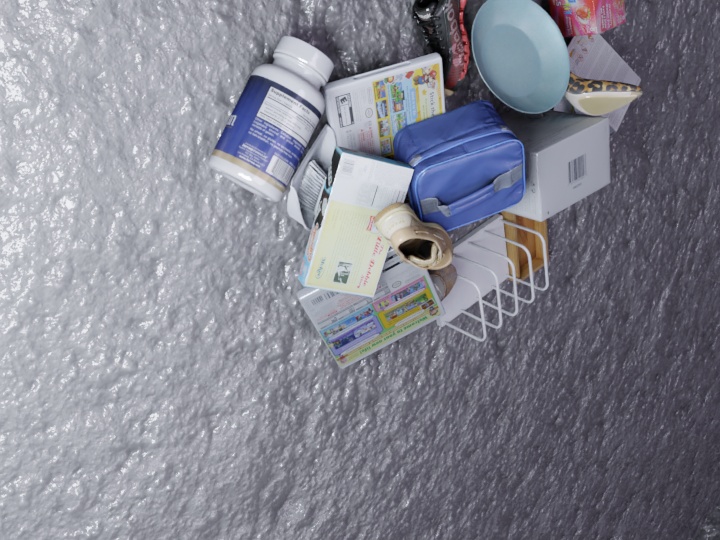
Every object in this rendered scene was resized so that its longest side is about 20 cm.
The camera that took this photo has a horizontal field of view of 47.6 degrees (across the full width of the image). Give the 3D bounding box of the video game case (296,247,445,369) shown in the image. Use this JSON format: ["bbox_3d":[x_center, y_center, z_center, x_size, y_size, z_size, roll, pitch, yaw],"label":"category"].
[{"bbox_3d":[0.021,0.052,1.290,0.198,0.022,0.183,-28,132,1],"label":"video game case"}]

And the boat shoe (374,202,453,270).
[{"bbox_3d":[0.085,-0.030,1.166,0.071,0.065,0.199,-37,150,17],"label":"boat shoe"}]

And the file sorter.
[{"bbox_3d":[0.242,0.015,1.509,0.199,0.124,0.141,-33,127,-29],"label":"file sorter"}]

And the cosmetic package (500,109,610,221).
[{"bbox_3d":[0.295,-0.194,1.422,0.198,0.199,0.125,-27,119,-33],"label":"cosmetic package"}]

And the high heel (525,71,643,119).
[{"bbox_3d":[0.378,-0.338,1.393,0.071,0.197,0.145,46,47,-56],"label":"high heel"}]

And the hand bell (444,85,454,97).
[{"bbox_3d":[0.061,-0.212,1.297,0.103,0.104,0.202,7,114,-44],"label":"hand bell"}]

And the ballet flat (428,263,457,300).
[{"bbox_3d":[0.089,0.056,1.381,0.199,0.067,0.069,-35,103,-7],"label":"ballet flat"}]

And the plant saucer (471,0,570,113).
[{"bbox_3d":[0.254,-0.349,1.335,0.198,0.039,0.205,5,79,-26],"label":"plant saucer"}]

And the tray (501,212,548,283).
[{"bbox_3d":[0.322,-0.087,1.605,0.098,0.037,0.203,-30,125,-31],"label":"tray"}]

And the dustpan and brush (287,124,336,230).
[{"bbox_3d":[-0.067,-0.096,1.211,0.201,0.056,0.141,110,5,-52],"label":"dustpan and brush"}]

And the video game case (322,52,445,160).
[{"bbox_3d":[0.043,-0.212,1.232,0.179,0.023,0.202,-17,132,-8],"label":"video game case"}]

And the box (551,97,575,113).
[{"bbox_3d":[0.400,-0.330,1.571,0.198,0.049,0.084,-1,106,-42],"label":"box"}]

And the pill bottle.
[{"bbox_3d":[-0.115,-0.206,1.101,0.111,0.110,0.202,30,85,-45],"label":"pill bottle"}]

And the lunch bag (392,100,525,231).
[{"bbox_3d":[0.144,-0.147,1.221,0.197,0.133,0.137,-22,133,-5],"label":"lunch bag"}]

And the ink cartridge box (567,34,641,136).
[{"bbox_3d":[0.427,-0.368,1.536,0.199,0.050,0.163,40,58,-10],"label":"ink cartridge box"}]

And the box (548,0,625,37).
[{"bbox_3d":[0.392,-0.522,1.436,0.095,0.099,0.203,-27,114,-32],"label":"box"}]

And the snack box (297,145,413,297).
[{"bbox_3d":[-0.008,-0.066,1.169,0.114,0.037,0.203,10,108,-25],"label":"snack box"}]

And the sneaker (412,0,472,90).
[{"bbox_3d":[0.125,-0.381,1.282,0.097,0.070,0.204,-19,117,-36],"label":"sneaker"}]
